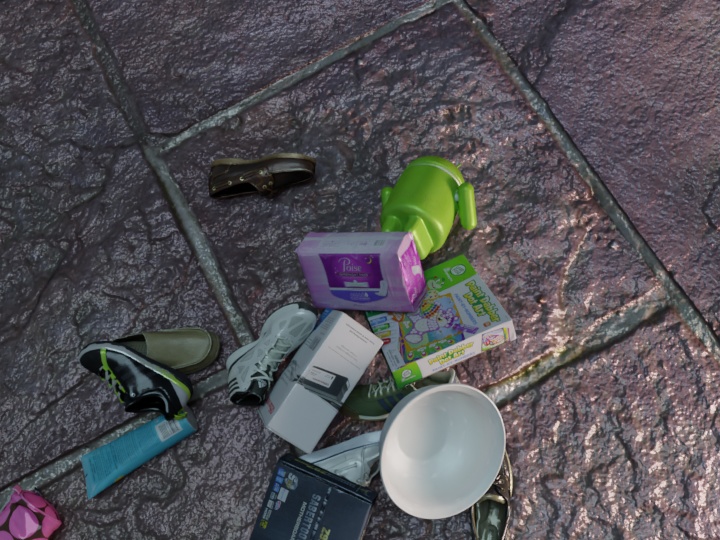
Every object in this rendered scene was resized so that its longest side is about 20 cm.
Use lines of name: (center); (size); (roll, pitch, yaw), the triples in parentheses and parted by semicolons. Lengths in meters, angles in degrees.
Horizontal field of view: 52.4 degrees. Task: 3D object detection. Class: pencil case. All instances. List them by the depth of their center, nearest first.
pencil case: (-0.564, 0.439, 1.136); (0.094, 0.091, 0.200); (43, 76, -19)

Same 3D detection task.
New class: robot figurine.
robot figurine: (0.106, -0.110, 1.224); (0.174, 0.116, 0.201); (-1, 46, 35)

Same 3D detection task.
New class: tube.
tube: (-0.362, 0.287, 1.189); (0.199, 0.051, 0.078); (-29, 49, -2)

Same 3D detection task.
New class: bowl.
bowl: (0.106, 0.252, 1.079); (0.199, 0.090, 0.203); (-3, 100, -19)

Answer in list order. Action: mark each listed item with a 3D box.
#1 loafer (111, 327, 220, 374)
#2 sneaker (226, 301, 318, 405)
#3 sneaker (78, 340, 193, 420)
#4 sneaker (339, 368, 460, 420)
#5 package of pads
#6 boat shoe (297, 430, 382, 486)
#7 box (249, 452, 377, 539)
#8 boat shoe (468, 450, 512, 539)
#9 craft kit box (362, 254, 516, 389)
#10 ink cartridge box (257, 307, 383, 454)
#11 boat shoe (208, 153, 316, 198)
loafer: (-0.334, 0.137, 1.224); (0.198, 0.067, 0.077); (-10, 74, 4)
sneaker: (-0.135, 0.145, 1.150); (0.200, 0.075, 0.116); (-42, 34, 23)
sneaker: (-0.362, 0.178, 1.156); (0.199, 0.072, 0.083); (20, 46, 2)
sneaker: (0.062, 0.183, 1.150); (0.198, 0.090, 0.067); (2, 36, 3)
package of pads: (0.000, 0.000, 1.176); (0.199, 0.121, 0.076); (1, 33, 30)
boat shoe: (-0.012, 0.309, 1.132); (0.201, 0.075, 0.087); (-19, 70, 2)
box: (-0.080, 0.398, 1.091); (0.157, 0.051, 0.201); (21, 94, 11)
boat shoe: (0.198, 0.342, 1.105); (0.073, 0.065, 0.202); (-3, 71, 5)
craft kit box: (0.115, 0.075, 1.159); (0.196, 0.049, 0.200); (-21, 35, -5)
ink cartridge box: (-0.065, 0.165, 1.132); (0.084, 0.145, 0.201); (35, 83, -10)
boat shoe: (-0.176, -0.162, 1.310); (0.198, 0.070, 0.071); (-5, 64, 13)
